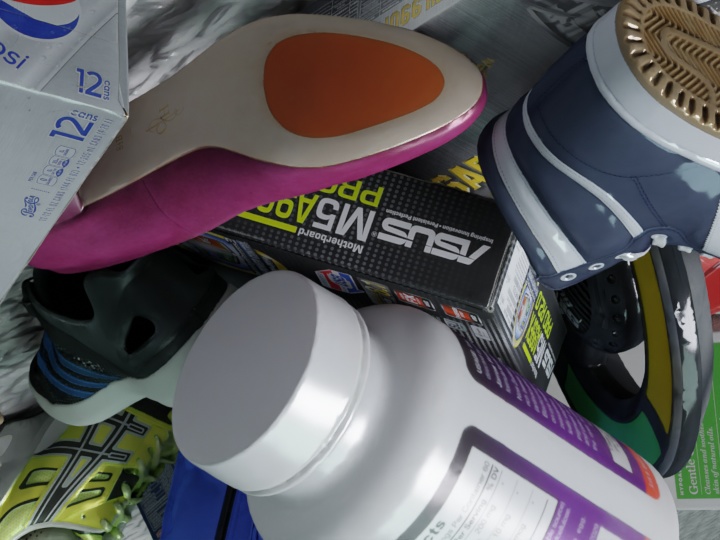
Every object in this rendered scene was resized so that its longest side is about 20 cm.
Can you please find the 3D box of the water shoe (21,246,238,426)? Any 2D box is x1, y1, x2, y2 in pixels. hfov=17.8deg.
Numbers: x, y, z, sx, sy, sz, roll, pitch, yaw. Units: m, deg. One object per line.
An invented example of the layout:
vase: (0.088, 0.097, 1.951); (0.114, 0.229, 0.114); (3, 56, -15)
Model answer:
water shoe: (-0.109, 0.015, 0.992); (0.072, 0.079, 0.200); (-50, -164, -24)

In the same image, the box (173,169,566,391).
box: (0.000, 0.000, 0.980); (0.200, 0.159, 0.045); (59, 49, -72)

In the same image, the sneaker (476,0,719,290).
sneaker: (0.135, -0.021, 0.850); (0.199, 0.070, 0.108); (30, 136, -26)

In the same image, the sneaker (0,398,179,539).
sneaker: (-0.125, 0.095, 1.152); (0.199, 0.077, 0.075); (-32, 160, 1)

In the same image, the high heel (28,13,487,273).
high heel: (-0.046, -0.042, 0.861); (0.199, 0.068, 0.096); (-4, 153, 12)

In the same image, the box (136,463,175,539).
box: (-0.041, 0.074, 1.244); (0.200, 0.065, 0.070); (-41, 159, 33)

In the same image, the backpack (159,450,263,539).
backpack: (0.003, 0.126, 1.102); (0.199, 0.163, 0.168); (7, 155, 18)

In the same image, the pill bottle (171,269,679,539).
pill bottle: (0.025, 0.082, 0.913); (0.111, 0.112, 0.200); (-38, 127, 26)

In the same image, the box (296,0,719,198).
box: (0.088, -0.083, 0.871); (0.158, 0.049, 0.200); (26, 143, -34)

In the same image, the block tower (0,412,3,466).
block tower: (-0.255, 0.109, 1.032); (0.199, 0.054, 0.058); (-34, 161, 11)

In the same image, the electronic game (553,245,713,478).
electronic game: (0.108, -0.001, 1.051); (0.041, 0.201, 0.200); (-16, 159, -13)

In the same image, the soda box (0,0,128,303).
soda box: (-0.148, -0.028, 0.781); (0.068, 0.064, 0.200); (13, 142, -24)

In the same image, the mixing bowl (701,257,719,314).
mixing bowl: (0.175, -0.043, 1.189); (0.199, 0.109, 0.200); (-26, 163, -9)

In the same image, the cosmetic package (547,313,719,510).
cosmetic package: (0.156, 0.084, 1.356); (0.199, 0.108, 0.085); (-6, -176, 30)
